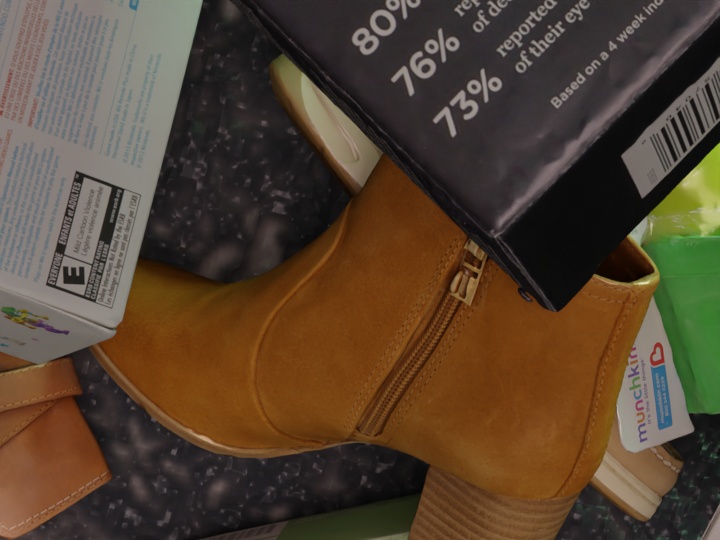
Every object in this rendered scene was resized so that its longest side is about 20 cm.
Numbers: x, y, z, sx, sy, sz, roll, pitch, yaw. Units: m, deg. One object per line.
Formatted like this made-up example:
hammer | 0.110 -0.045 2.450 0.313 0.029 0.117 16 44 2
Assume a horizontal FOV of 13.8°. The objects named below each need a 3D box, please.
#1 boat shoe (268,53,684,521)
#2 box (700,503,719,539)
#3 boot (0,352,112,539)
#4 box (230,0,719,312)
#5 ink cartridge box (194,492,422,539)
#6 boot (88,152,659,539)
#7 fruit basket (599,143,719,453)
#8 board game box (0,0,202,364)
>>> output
boat shoe | 0.054 -0.007 0.986 0.069 0.074 0.200 -38 103 0
box | 0.199 0.050 0.964 0.036 0.200 0.145 31 96 36
boot | -0.192 0.047 0.973 0.199 0.074 0.155 -26 102 0
box | 0.029 -0.113 0.824 0.148 0.104 0.200 -44 73 1
ink cartridge box | 0.010 0.181 1.007 0.145 0.048 0.201 -13 101 14
boot | 0.000 0.000 0.930 0.201 0.071 0.144 33 124 26
fruit basket | 0.124 -0.059 0.957 0.185 0.094 0.201 -18 94 -42
board game box | -0.154 -0.075 0.885 0.199 0.064 0.148 21 71 -24
